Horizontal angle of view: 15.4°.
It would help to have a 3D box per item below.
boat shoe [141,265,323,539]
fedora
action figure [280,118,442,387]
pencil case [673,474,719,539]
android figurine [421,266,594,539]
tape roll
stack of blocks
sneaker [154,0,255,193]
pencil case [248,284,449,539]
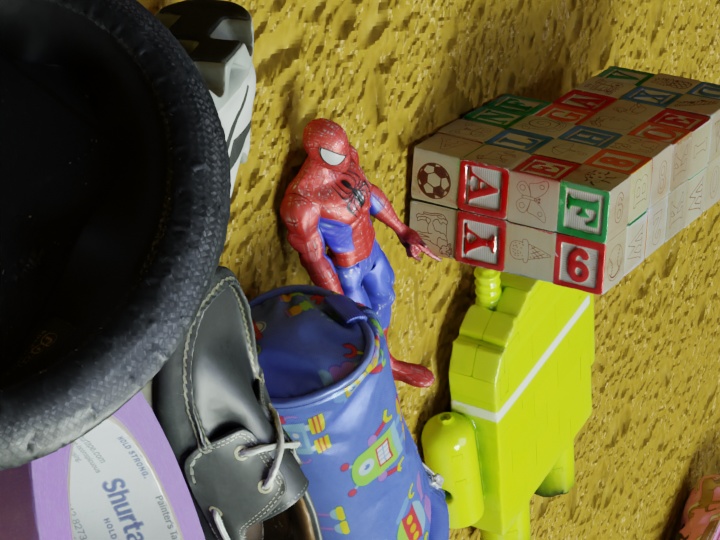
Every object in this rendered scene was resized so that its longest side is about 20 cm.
[{"bbox_3d":[-0.051,0.076,1.166,0.072,0.067,0.201,-49,145,-39],"label":"boat shoe"},{"bbox_3d":[-0.145,-0.015,0.957,0.201,0.200,0.092,-63,-176,-23],"label":"fedora"},{"bbox_3d":[0.000,0.000,1.325,0.066,0.052,0.200,-53,143,-31],"label":"action figure"},{"bbox_3d":[0.234,0.237,1.852,0.083,0.086,0.200,45,57,-24],"label":"pencil case"},{"bbox_3d":[0.091,0.066,1.536,0.182,0.041,0.201,-50,144,-41],"label":"android figurine"},{"bbox_3d":[-0.114,0.129,1.036,0.200,0.065,0.201,-18,90,-78],"label":"tape roll"},{"bbox_3d":[0.122,-0.057,1.455,0.200,0.115,0.059,-33,131,-55],"label":"stack of blocks"},{"bbox_3d":[-0.096,-0.026,1.092,0.200,0.074,0.089,-47,140,-43],"label":"sneaker"},{"bbox_3d":[-0.008,0.089,1.311,0.087,0.078,0.200,-39,142,-15],"label":"pencil case"}]
